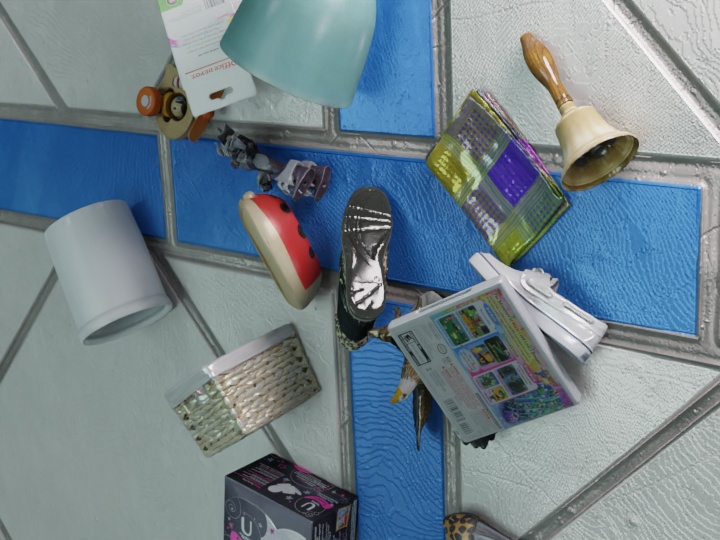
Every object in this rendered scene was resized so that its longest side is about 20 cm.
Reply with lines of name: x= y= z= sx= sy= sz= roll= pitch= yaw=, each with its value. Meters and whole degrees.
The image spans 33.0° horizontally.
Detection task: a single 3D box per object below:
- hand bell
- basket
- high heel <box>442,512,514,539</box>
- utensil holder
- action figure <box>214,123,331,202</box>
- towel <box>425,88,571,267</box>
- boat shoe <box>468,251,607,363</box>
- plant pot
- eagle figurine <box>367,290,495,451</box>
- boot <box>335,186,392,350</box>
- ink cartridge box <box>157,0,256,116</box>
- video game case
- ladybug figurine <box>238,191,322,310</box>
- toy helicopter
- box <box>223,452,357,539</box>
hand bell: x=0.242 y=-0.206 z=1.470 sx=0.104 sy=0.103 sz=0.202 roll=-49 pitch=57 yaw=40
basket: x=-0.179 y=0.188 z=1.885 sx=0.135 sy=0.199 sz=0.125 roll=-33 pitch=84 yaw=43
high heel: x=0.155 y=0.451 z=1.727 sx=0.141 sy=0.071 sz=0.203 roll=24 pitch=102 yaw=29
utensil holder: x=-0.438 y=0.004 z=2.094 sx=0.169 sy=0.169 sz=0.202 roll=-33 pitch=78 yaw=43
action figure: x=-0.145 y=-0.157 z=1.812 sx=0.198 sy=0.130 sz=0.070 roll=23 pitch=89 yaw=32
towel: x=0.172 y=-0.119 z=1.588 sx=0.201 sy=0.023 sz=0.144 roll=55 pitch=131 yaw=17
boat shoe: x=0.227 y=0.033 z=1.555 sx=0.199 sy=0.074 sz=0.066 roll=41 pitch=89 yaw=17
plant pot: x=-0.068 y=-0.339 z=1.640 sx=0.200 sy=0.199 sz=0.163 roll=38 pitch=112 yaw=29
eagle figurine: x=0.095 y=0.147 z=1.687 sx=0.201 sy=0.150 sz=0.152 roll=54 pitch=-177 yaw=-23
boot: x=-0.001 y=0.001 z=1.739 sx=0.154 sy=0.072 sz=0.207 roll=107 pitch=166 yaw=-63
ink cartridge box: x=-0.222 y=-0.342 z=1.830 sx=0.115 sy=0.067 sz=0.203 roll=-16 pitch=91 yaw=14
video game case: x=0.158 y=0.117 z=1.562 sx=0.180 sy=0.024 sz=0.201 roll=-24 pitch=110 yaw=32
ladybug figurine: x=-0.115 y=-0.036 z=1.812 sx=0.202 sy=0.071 sz=0.136 roll=63 pitch=173 yaw=-28
toy helicopter: x=-0.260 y=-0.292 z=1.910 sx=0.132 sy=0.078 sz=0.201 roll=47 pitch=117 yaw=30
box: x=-0.116 y=0.401 z=1.942 sx=0.198 sy=0.114 sz=0.134 roll=20 pitch=115 yaw=38
